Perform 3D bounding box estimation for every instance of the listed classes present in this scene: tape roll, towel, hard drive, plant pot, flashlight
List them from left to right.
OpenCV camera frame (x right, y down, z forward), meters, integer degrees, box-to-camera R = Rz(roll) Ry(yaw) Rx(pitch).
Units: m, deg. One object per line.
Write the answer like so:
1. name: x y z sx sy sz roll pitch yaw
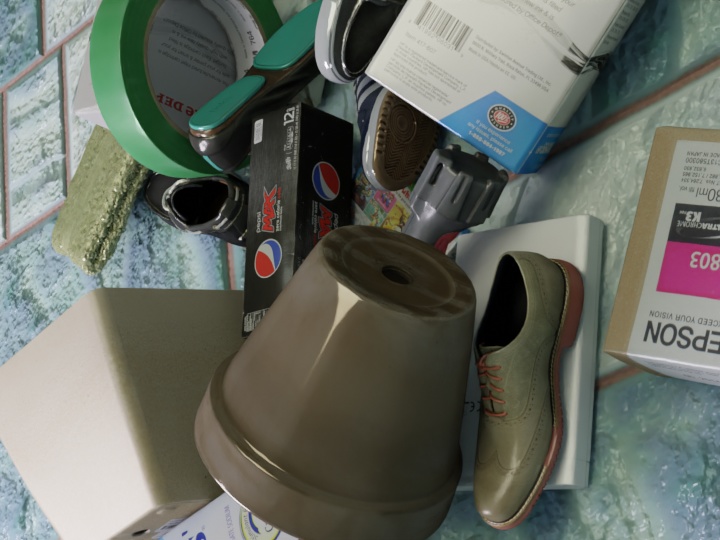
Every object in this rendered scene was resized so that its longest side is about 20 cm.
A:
1. towel: -0.250 -0.098 1.643 0.148 0.036 0.201 26 93 63
2. plant pot: -0.177 0.139 1.391 0.200 0.199 0.178 -35 64 39
3. tape roll: -0.150 -0.185 1.469 0.048 0.200 0.201 -3 74 45
4. plant pot: 0.000 0.071 1.160 0.200 0.199 0.174 52 131 42
5. flashlight: 0.051 -0.001 1.261 0.068 0.068 0.200 37 120 15
6. hard drive: 0.120 0.064 1.229 0.132 0.027 0.201 -9 71 45

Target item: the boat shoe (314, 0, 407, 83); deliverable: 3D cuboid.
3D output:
1. boat shoe: 0.027 -0.241 1.310 0.057 0.069 0.201 27 92 44

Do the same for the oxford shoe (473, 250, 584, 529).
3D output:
1. oxford shoe: 0.102 0.083 1.166 0.070 0.075 0.201 -1 76 46

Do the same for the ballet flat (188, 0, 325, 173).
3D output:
1. ballet flat: -0.078 -0.162 1.467 0.068 0.069 0.200 18 55 45

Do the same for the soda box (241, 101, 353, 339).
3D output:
1. soda box: -0.052 -0.036 1.383 0.063 0.071 0.201 -13 67 42

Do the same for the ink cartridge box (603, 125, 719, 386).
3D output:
1. ink cartridge box: 0.271 -0.004 1.062 0.200 0.075 0.165 8 81 46

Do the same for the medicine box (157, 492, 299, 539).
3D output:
1. medicine box: -0.055 0.262 1.284 0.200 0.103 0.183 -37 52 30

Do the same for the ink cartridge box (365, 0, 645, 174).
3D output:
1. ink cartridge box: 0.121 -0.195 1.237 0.146 0.084 0.200 36 103 14

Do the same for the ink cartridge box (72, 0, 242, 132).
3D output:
1. ink cartridge box: -0.176 -0.218 1.539 0.084 0.146 0.201 -4 69 47

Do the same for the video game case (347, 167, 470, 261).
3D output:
1. video game case: 0.000 0.000 1.383 0.200 0.018 0.143 -51 46 21

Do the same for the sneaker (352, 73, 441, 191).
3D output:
1. sneaker: 0.011 -0.150 1.377 0.108 0.070 0.201 -9 59 40

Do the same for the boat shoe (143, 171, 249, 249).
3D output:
1. boat shoe: -0.153 -0.069 1.530 0.200 0.067 0.072 21 91 52
